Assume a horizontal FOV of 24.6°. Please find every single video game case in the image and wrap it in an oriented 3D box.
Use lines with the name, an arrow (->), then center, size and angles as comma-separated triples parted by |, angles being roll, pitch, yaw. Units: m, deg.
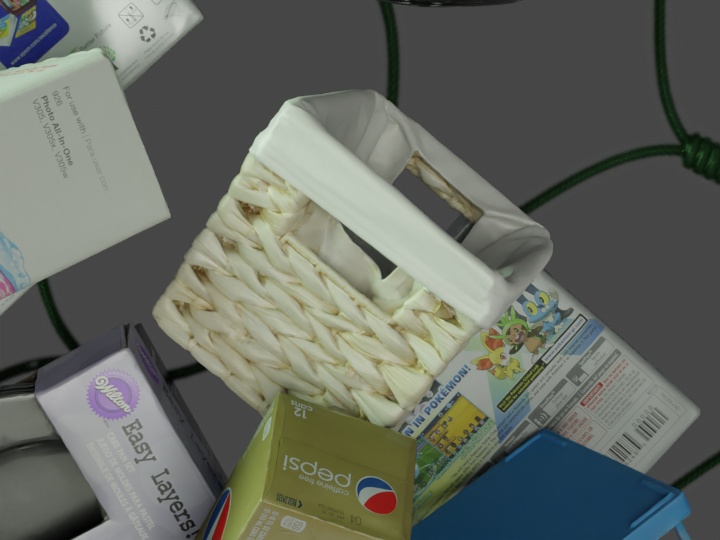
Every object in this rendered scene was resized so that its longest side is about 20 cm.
video game case -> 0.062, 0.096, 0.939 | 0.182, 0.022, 0.200 | 40, 97, -14

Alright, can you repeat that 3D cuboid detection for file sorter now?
file sorter -> 0.079, 0.201, 0.860 | 0.200, 0.139, 0.123 | -34, 109, -15

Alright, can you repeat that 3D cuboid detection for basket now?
basket -> 0.000, 0.000, 0.807 | 0.136, 0.200, 0.123 | 40, 103, 4

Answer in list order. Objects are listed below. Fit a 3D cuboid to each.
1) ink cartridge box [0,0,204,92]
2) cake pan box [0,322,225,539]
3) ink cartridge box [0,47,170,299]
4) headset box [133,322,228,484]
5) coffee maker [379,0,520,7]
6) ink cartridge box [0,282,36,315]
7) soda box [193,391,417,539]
ink cartridge box -> -0.180, -0.169, 0.821 | 0.099, 0.039, 0.200 | -40, 115, 4
cake pan box -> -0.153, 0.148, 0.832 | 0.184, 0.052, 0.200 | -27, 106, -3
ink cartridge box -> -0.207, -0.022, 0.736 | 0.200, 0.145, 0.088 | -30, 107, -27
headset box -> -0.137, 0.154, 0.900 | 0.149, 0.075, 0.200 | -27, 106, -1
coffee maker -> 0.040, -0.226, 0.771 | 0.135, 0.192, 0.200 | -4, 106, -23
ink cartridge box -> -0.267, -0.030, 0.810 | 0.198, 0.043, 0.200 | -45, 113, -20
soda box -> -0.046, 0.148, 0.743 | 0.068, 0.064, 0.200 | 20, 129, -12
